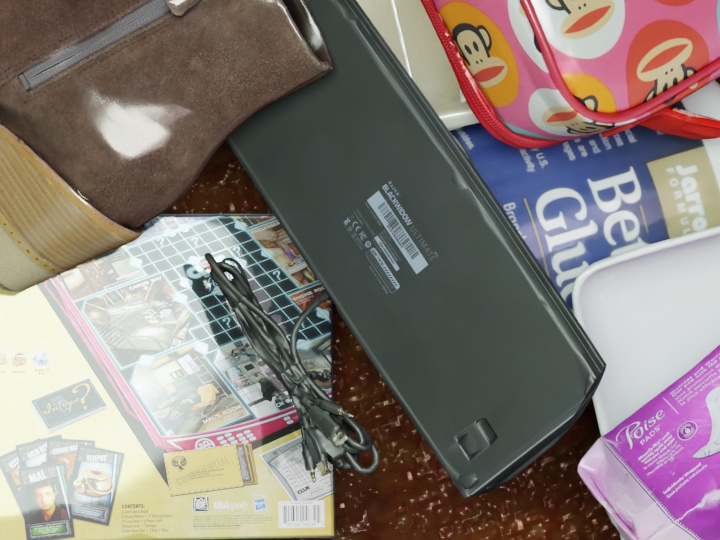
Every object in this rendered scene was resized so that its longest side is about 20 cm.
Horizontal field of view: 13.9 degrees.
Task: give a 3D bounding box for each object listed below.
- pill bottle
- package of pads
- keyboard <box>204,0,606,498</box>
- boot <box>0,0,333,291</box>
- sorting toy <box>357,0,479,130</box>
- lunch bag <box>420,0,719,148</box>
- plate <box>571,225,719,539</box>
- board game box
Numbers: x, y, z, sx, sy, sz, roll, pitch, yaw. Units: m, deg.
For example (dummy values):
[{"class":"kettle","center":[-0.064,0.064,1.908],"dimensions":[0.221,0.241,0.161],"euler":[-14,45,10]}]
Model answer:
[{"class":"pill bottle","center":[0.101,-0.022,1.207],"dimensions":[0.200,0.111,0.111],"euler":[-17,91,-10]},{"class":"package of pads","center":[0.187,0.115,1.162],"dimensions":[0.120,0.076,0.200],"euler":[-39,123,0]},{"class":"keyboard","center":[0.000,0.000,1.137],"dimensions":[0.127,0.021,0.200],"euler":[-39,73,22]},{"class":"boot","center":[-0.122,-0.110,1.155],"dimensions":[0.166,0.072,0.200],"euler":[-38,81,16]},{"class":"sorting toy","center":[-0.049,-0.139,1.199],"dimensions":[0.180,0.107,0.200],"euler":[-14,91,-2]},{"class":"lunch bag","center":[0.115,-0.136,1.148],"dimensions":[0.200,0.082,0.176],"euler":[-29,95,-30]},{"class":"plate","center":[0.186,0.049,1.189],"dimensions":[0.200,0.032,0.200],"euler":[-19,121,-10]},{"class":"board game box","center":[-0.111,0.044,1.205],"dimensions":[0.200,0.035,0.136],"euler":[0,87,-10]}]
